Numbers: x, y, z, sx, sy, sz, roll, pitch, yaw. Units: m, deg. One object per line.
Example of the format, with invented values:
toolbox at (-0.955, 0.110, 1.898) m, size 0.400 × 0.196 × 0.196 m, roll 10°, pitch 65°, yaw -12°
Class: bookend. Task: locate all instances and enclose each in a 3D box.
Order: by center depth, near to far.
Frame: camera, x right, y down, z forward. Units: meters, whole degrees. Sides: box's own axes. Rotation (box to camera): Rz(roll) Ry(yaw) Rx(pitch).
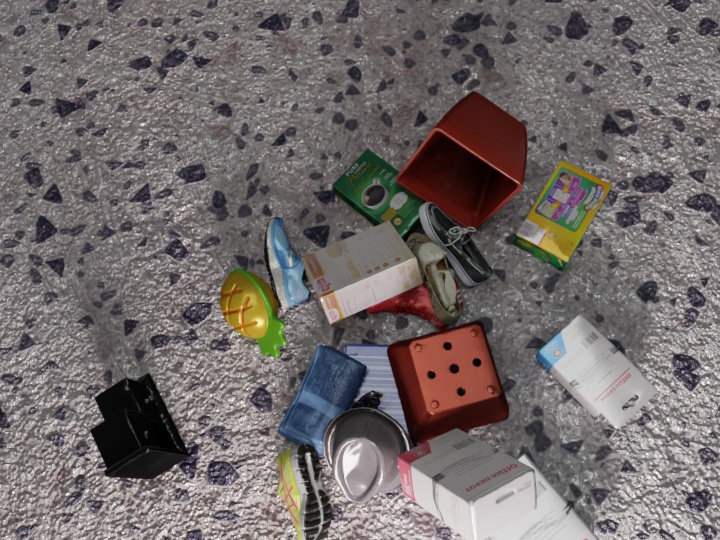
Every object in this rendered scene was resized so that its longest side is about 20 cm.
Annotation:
bookend at (-0.443, 0.290, 1.397) m, size 0.092 × 0.199 × 0.200 m, roll -32°, pitch 70°, yaw -2°

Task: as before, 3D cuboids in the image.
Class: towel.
towel at (-0.074, 0.253, 1.430) m, size 0.112 × 0.049 × 0.200 m, roll 24°, pitch 82°, yaw 21°
towel at (0.033, 0.245, 1.453) m, size 0.144 × 0.024 × 0.200 m, roll 0°, pitch 74°, yaw 5°

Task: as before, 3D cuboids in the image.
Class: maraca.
maraca at (-0.215, 0.086, 1.479) m, size 0.107 × 0.137 × 0.200 m, roll -23°, pitch 66°, yaw -38°

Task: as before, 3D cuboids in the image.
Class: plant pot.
plant pot at (0.169, 0.197, 1.357) m, size 0.200 × 0.176 × 0.200 m, roll -14°, pitch 74°, yaw -3°
plant pot at (0.224, -0.236, 1.475) m, size 0.200 × 0.200 × 0.176 m, roll 33°, pitch 59°, yaw -5°

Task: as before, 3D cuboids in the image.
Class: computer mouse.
computer mouse at (0.048, 0.321, 1.380) m, size 0.200 × 0.053 × 0.138 m, roll 44°, pitch 116°, yaw -4°

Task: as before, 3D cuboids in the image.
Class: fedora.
fedora at (0.006, 0.351, 1.324) m, size 0.177 × 0.090 × 0.200 m, roll 18°, pitch 115°, yaw 9°

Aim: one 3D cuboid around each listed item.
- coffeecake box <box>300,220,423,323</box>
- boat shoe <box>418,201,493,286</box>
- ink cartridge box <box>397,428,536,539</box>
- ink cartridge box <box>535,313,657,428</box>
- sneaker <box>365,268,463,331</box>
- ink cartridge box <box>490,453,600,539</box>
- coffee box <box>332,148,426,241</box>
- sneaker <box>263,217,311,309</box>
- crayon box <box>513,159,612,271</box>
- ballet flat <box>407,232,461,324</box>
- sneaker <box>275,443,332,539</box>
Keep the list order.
coffeecake box at (0.000, 0.000, 1.446) m, size 0.200 × 0.073 × 0.154 m, roll -23°, pitch 37°, yaw -6°
boat shoe at (0.196, -0.061, 1.472) m, size 0.074 × 0.068 × 0.200 m, roll -29°, pitch 86°, yaw -44°
ink cartridge box at (0.181, 0.363, 1.249) m, size 0.145 × 0.200 × 0.085 m, roll -17°, pitch 107°, yaw -29°
ink cartridge box at (0.448, 0.197, 1.391) m, size 0.116 × 0.067 × 0.200 m, roll -40°, pitch 71°, yaw -7°
sneaker at (0.113, 0.076, 1.467) m, size 0.200 × 0.078 × 0.116 m, roll -20°, pitch 69°, yaw 1°
ink cartridge box at (0.308, 0.457, 1.313) m, size 0.145 × 0.083 × 0.200 m, roll -38°, pitch 72°, yaw -7°
coffee box at (0.051, -0.161, 1.569) m, size 0.200 × 0.044 × 0.123 m, roll 38°, pitch 78°, yaw 16°
sneaker at (-0.153, -0.019, 1.543) m, size 0.090 × 0.078 × 0.200 m, roll -10°, pitch 75°, yaw -15°
crayon box at (0.418, -0.115, 1.503) m, size 0.119 × 0.058 × 0.200 m, roll 30°, pitch 78°, yaw 15°
ballet flat at (0.153, 0.007, 1.422) m, size 0.068 × 0.075 × 0.200 m, roll -16°, pitch 77°, yaw -19°
sneaker at (-0.116, 0.434, 1.386) m, size 0.090 × 0.078 × 0.200 m, roll -15°, pitch 77°, yaw 36°
